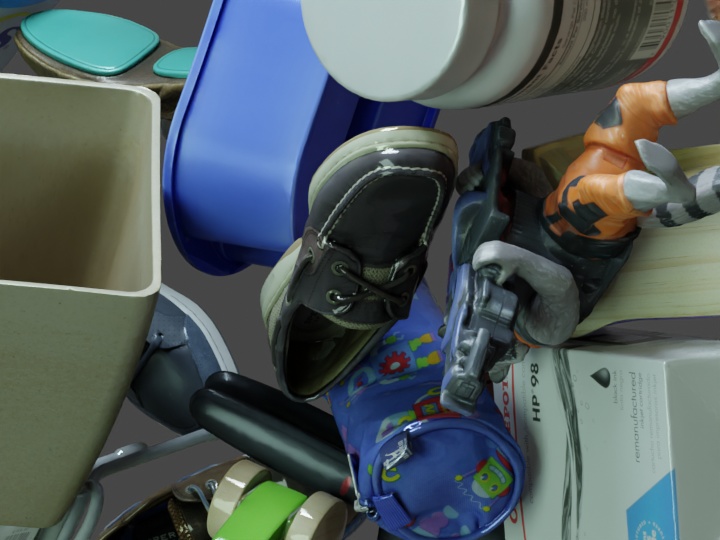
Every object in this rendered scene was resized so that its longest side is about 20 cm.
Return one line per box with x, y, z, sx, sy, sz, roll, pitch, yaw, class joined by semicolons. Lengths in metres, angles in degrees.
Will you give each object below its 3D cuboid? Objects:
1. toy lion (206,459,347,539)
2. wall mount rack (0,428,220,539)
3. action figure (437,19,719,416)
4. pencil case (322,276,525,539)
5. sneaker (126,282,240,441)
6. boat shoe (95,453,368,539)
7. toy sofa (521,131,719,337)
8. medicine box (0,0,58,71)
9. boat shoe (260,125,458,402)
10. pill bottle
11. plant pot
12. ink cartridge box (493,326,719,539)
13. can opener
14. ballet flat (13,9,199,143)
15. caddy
-0.079;0.230;1.520;0.068;0.192;0.200;22;139;20;toy lion
-0.157;0.143;1.576;0.075;0.174;0.200;37;153;-21;wall mount rack
0.101;-0.004;1.331;0.104;0.200;0.193;30;134;-16;action figure
0.020;0.067;1.471;0.087;0.200;0.078;-23;120;-2;pencil case
-0.171;0.031;1.627;0.202;0.146;0.077;46;119;20;sneaker
-0.073;0.144;1.618;0.200;0.072;0.072;-29;80;35;boat shoe
0.184;-0.026;1.396;0.200;0.083;0.098;-5;98;37;toy sofa
-0.297;-0.144;1.666;0.200;0.182;0.103;-45;72;33;medicine box
0.000;0.000;1.388;0.200;0.072;0.065;126;145;-54;boat shoe
0.066;-0.138;1.391;0.114;0.200;0.114;6;101;35;pill bottle
-0.211;0.021;1.485;0.199;0.200;0.178;4;123;-7;plant pot
0.125;0.091;1.419;0.200;0.067;0.116;4;100;62;ink cartridge box
-0.001;0.110;1.530;0.200;0.063;0.079;28;104;-1;can opener
-0.114;-0.099;1.623;0.199;0.068;0.073;11;123;31;ballet flat
-0.035;-0.089;1.497;0.105;0.141;0.201;16;84;29;caddy
